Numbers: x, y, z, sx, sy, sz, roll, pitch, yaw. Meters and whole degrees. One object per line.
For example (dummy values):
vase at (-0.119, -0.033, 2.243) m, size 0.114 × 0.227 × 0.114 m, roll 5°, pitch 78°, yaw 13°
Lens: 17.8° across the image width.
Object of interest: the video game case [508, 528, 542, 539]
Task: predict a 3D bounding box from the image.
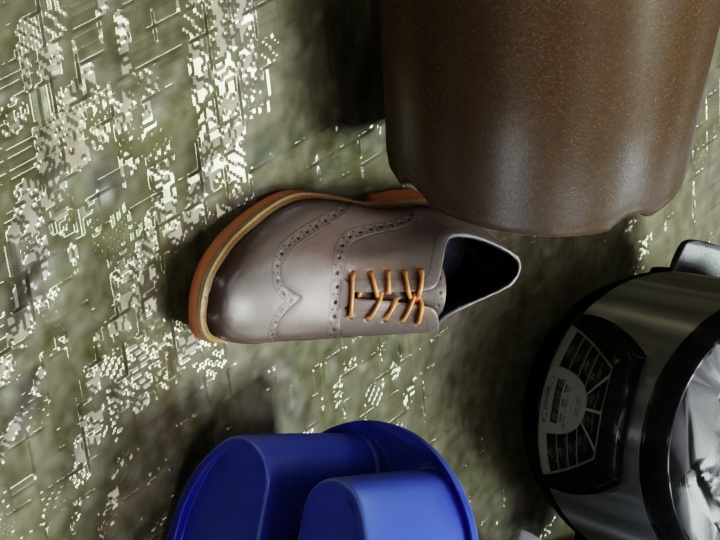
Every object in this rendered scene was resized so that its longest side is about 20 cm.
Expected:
video game case at (0.029, 0.250, 1.169) m, size 0.182 × 0.023 × 0.200 m, roll -59°, pitch -176°, yaw 31°

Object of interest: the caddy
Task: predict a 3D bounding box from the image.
caddy at (-0.020, 0.169, 1.109) m, size 0.105 × 0.141 × 0.200 m, roll 11°, pitch 97°, yaw -50°

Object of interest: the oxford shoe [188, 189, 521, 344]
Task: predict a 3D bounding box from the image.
oxford shoe at (0.000, 0.000, 1.115) m, size 0.200 × 0.073 × 0.071 m, roll -17°, pitch 119°, yaw -47°

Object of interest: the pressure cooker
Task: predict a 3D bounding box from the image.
pressure cooker at (0.190, 0.091, 1.305) m, size 0.176 × 0.200 × 0.179 m, roll -33°, pitch 107°, yaw -17°

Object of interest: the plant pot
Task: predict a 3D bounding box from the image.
plant pot at (0.088, -0.136, 1.085) m, size 0.200 × 0.200 × 0.198 m, roll -31°, pitch 137°, yaw -41°
